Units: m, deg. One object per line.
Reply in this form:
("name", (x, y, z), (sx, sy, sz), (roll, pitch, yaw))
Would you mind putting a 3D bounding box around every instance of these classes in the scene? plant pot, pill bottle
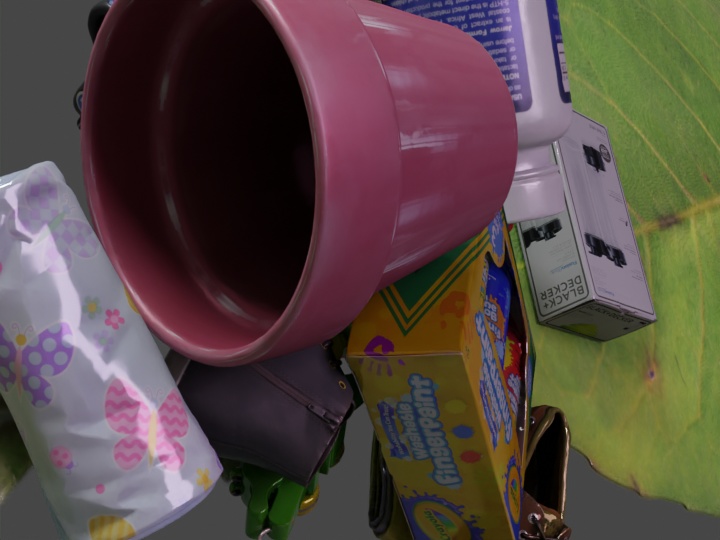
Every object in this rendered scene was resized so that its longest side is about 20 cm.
("plant pot", (-0.020, -0.064, 0.726), (0.178, 0.200, 0.201), (-11, 77, -43))
("pill bottle", (0.081, -0.133, 0.940), (0.119, 0.119, 0.201), (-16, 99, -56))

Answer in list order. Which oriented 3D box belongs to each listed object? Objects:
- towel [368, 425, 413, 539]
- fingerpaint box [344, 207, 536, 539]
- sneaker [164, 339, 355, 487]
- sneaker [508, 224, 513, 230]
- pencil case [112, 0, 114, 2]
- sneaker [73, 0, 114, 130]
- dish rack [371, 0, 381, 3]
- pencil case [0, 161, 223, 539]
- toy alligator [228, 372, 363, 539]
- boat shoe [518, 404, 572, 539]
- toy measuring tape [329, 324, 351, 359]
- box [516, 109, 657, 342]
("towel", (0.073, 0.152, 0.985), (0.200, 0.023, 0.144), (34, 43, -37))
("fingerpaint box", (0.060, 0.054, 0.872), (0.201, 0.073, 0.167), (72, 23, -43))
("sneaker", (-0.041, 0.035, 0.812), (0.106, 0.075, 0.201), (23, 55, 3))
("sneaker", (0.069, -0.053, 1.068), (0.113, 0.071, 0.200), (56, 32, -7))
("pencil case", (-0.050, -0.145, 0.828), (0.200, 0.085, 0.093), (28, 82, -47))
("sneaker", (-0.131, -0.078, 0.824), (0.089, 0.078, 0.201), (10, 55, -38))
("dish rack", (0.015, -0.178, 1.022), (0.200, 0.043, 0.173), (-32, 116, -70))
("pencil case", (-0.150, 0.045, 0.696), (0.091, 0.083, 0.201), (-33, 96, -32))
("toy alligator", (-0.052, 0.118, 0.818), (0.054, 0.060, 0.200), (19, 44, 13))
("boat shoe", (0.103, 0.174, 0.930), (0.072, 0.068, 0.201), (41, 41, -34))
("toy measuring tape", (0.000, 0.000, 0.936), (0.074, 0.073, 0.200), (53, 38, -16))
("box", (0.193, -0.045, 1.240), (0.116, 0.060, 0.201), (15, 57, -49))
